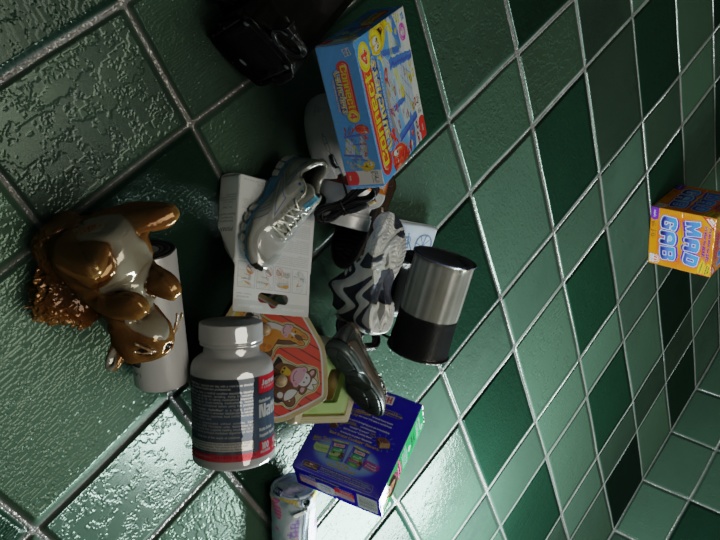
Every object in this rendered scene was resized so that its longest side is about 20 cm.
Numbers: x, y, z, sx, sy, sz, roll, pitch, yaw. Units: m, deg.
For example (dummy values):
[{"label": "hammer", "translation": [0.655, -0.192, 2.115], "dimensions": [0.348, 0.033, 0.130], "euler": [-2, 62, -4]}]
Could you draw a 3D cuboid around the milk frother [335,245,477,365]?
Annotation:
[{"label": "milk frother", "translation": [0.078, 0.054, 1.290], "dimensions": [0.200, 0.180, 0.188], "euler": [-6, 115, -52]}]

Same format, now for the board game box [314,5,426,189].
[{"label": "board game box", "translation": [0.023, -0.246, 1.024], "dimensions": [0.196, 0.056, 0.200], "euler": [-56, 138, -51]}]

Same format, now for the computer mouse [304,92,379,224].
[{"label": "computer mouse", "translation": [-0.046, -0.181, 1.127], "dimensions": [0.044, 0.110, 0.200], "euler": [-3, 74, -71]}]

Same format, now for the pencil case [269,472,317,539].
[{"label": "pencil case", "translation": [-0.117, 0.469, 1.326], "dimensions": [0.083, 0.091, 0.200], "euler": [-18, 118, -43]}]

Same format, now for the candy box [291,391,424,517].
[{"label": "candy box", "translation": [0.000, 0.308, 1.298], "dimensions": [0.077, 0.169, 0.200], "euler": [84, 30, -49]}]

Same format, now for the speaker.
[{"label": "speaker", "translation": [-0.282, 0.065, 1.000], "dimensions": [0.081, 0.081, 0.200], "euler": [-22, 121, -41]}]

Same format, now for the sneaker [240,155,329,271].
[{"label": "sneaker", "translation": [-0.104, -0.090, 1.055], "dimensions": [0.075, 0.087, 0.200], "euler": [43, 58, -42]}]

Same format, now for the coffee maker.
[{"label": "coffee maker", "translation": [-0.078, -0.358, 0.981], "dimensions": [0.200, 0.192, 0.135], "euler": [-56, 141, -16]}]

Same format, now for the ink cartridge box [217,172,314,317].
[{"label": "ink cartridge box", "translation": [-0.143, -0.035, 1.107], "dimensions": [0.162, 0.057, 0.200], "euler": [10, 85, -50]}]

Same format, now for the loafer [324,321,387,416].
[{"label": "loafer", "translation": [0.007, 0.166, 1.205], "dimensions": [0.063, 0.072, 0.200], "euler": [-56, 139, -30]}]

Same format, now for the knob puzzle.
[{"label": "knob puzzle", "translation": [-0.138, 0.145, 1.122], "dimensions": [0.220, 0.220, 0.030], "euler": [-60, 180, -13]}]

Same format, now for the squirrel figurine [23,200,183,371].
[{"label": "squirrel figurine", "translation": [-0.307, 0.025, 0.888], "dimensions": [0.142, 0.200, 0.187], "euler": [-55, 144, -46]}]

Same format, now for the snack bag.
[{"label": "snack bag", "translation": [0.065, 0.000, 1.403], "dimensions": [0.188, 0.021, 0.200], "euler": [4, 104, -48]}]

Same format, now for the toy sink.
[{"label": "toy sink", "translation": [-0.100, 0.179, 1.219], "dimensions": [0.200, 0.112, 0.130], "euler": [14, 93, -49]}]

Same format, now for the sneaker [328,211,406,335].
[{"label": "sneaker", "translation": [0.000, 0.000, 1.205], "dimensions": [0.079, 0.130, 0.199], "euler": [-2, 97, -46]}]

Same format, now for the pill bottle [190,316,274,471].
[{"label": "pill bottle", "translation": [-0.183, 0.171, 1.040], "dimensions": [0.120, 0.120, 0.200], "euler": [-7, 99, -46]}]

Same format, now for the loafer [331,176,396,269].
[{"label": "loafer", "translation": [0.017, -0.089, 1.277], "dimensions": [0.071, 0.073, 0.200], "euler": [30, 84, -51]}]

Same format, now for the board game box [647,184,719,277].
[{"label": "board game box", "translation": [1.054, -0.130, 2.303], "dimensions": [0.200, 0.200, 0.200], "euler": [-31, 126, -37]}]

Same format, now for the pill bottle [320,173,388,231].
[{"label": "pill bottle", "translation": [-0.003, -0.170, 1.195], "dimensions": [0.112, 0.112, 0.200], "euler": [8, 98, -49]}]
